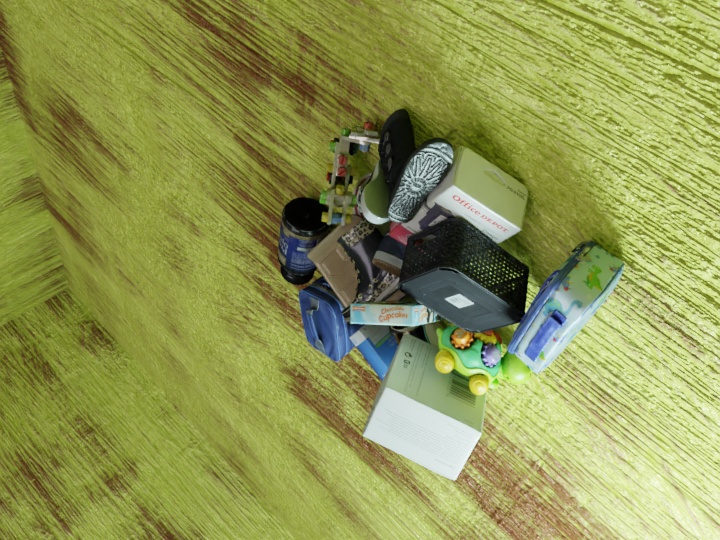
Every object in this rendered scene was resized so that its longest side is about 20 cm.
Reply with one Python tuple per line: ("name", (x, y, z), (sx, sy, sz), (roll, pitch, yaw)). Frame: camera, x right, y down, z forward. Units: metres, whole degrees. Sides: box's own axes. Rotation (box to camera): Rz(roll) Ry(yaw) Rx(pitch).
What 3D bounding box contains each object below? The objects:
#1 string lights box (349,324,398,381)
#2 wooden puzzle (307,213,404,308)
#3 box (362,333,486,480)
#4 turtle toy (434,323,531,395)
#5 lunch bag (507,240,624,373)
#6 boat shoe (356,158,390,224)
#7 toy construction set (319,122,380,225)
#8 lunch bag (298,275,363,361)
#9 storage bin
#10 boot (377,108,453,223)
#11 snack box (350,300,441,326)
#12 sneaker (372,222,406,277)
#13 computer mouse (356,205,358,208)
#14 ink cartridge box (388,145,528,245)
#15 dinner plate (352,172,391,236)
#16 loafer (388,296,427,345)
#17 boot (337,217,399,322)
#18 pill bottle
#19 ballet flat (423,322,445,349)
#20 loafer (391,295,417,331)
("string lights box", (0.077, 0.197, 1.430), (0.201, 0.102, 0.059), (53, 145, 3))
("wooden puzzle", (0.001, -0.004, 1.345), (0.201, 0.046, 0.185), (51, 132, -3))
("box", (0.132, 0.259, 1.226), (0.197, 0.199, 0.133), (24, 118, 4))
("turtle toy", (0.234, 0.160, 1.201), (0.198, 0.146, 0.102), (31, 110, 5))
("lunch bag", (0.317, 0.060, 0.981), (0.082, 0.160, 0.202), (39, 143, 19))
("boat shoe", (0.027, -0.130, 1.119), (0.073, 0.201, 0.068), (28, 124, -15))
("toy construction set", (-0.029, -0.193, 1.205), (0.090, 0.131, 0.203), (20, 106, -8))
("lunch bag", (-0.067, 0.106, 1.502), (0.134, 0.132, 0.203), (23, 135, 37))
("storage bin", (0.175, 0.015, 1.054), (0.198, 0.095, 0.134), (30, 149, -28))
("boot", (0.085, -0.204, 1.048), (0.065, 0.203, 0.166), (21, 130, -20))
("snack box", (0.069, 0.076, 1.138), (0.114, 0.199, 0.038), (0, 89, 21))
("sneaker", (0.129, -0.023, 1.174), (0.197, 0.110, 0.070), (25, 166, -5))
("computer mouse", (0.059, -0.123, 1.208), (0.198, 0.034, 0.060), (8, 124, 46))
("ink cartridge box", (0.162, -0.096, 1.057), (0.143, 0.086, 0.200), (28, 149, -17))
("dinner plate", (0.062, -0.106, 1.268), (0.198, 0.024, 0.203), (32, 140, 31))
("loafer", (0.092, 0.118, 1.373), (0.202, 0.072, 0.072), (59, 146, -4))
("boot", (0.001, -0.001, 1.268), (0.203, 0.073, 0.155), (-38, 93, 34))
("pill bottle", (-0.137, -0.062, 1.465), (0.111, 0.111, 0.202), (40, 142, 20))
("ballet flat", (0.197, 0.184, 1.322), (0.069, 0.069, 0.203), (-4, 117, 51))
("loafer", (0.128, 0.064, 1.256), (0.076, 0.068, 0.201), (46, 125, 11))
